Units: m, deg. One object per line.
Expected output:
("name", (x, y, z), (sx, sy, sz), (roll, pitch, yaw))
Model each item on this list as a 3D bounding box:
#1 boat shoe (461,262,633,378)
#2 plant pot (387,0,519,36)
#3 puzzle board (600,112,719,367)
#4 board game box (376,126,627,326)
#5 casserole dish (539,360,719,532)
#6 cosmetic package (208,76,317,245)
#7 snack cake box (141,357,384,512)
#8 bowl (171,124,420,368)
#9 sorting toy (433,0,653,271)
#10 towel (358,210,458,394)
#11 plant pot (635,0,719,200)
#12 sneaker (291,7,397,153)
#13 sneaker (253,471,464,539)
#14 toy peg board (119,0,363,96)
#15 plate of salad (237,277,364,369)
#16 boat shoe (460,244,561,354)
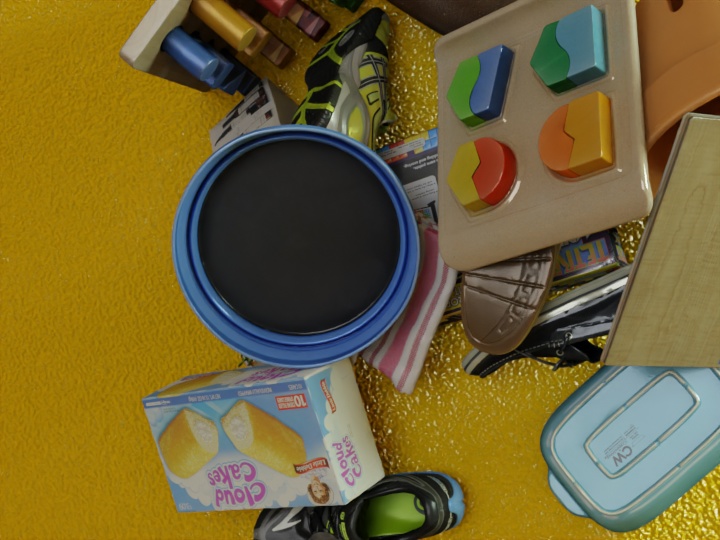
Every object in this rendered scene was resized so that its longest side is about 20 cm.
("boat shoe", (0.172, 0.052, 0.935), (0.200, 0.075, 0.062), (-27, 84, 26))
("plant pot", (0.120, -0.258, 0.962), (0.200, 0.187, 0.187), (46, 101, 7))
("puzzle board", (0.270, -0.016, 0.837), (0.017, 0.150, 0.201), (-121, 38, -56))
("board game box", (0.113, -0.052, 0.989), (0.199, 0.057, 0.166), (-17, 78, 21))
("casserole dish", (0.232, 0.126, 0.924), (0.200, 0.039, 0.121), (-44, 68, 13))
("cosmetic package", (-0.088, -0.099, 1.022), (0.083, 0.051, 0.200), (-44, 29, 13))
("snack cake box", (-0.089, 0.147, 1.001), (0.199, 0.067, 0.115), (-12, 98, 36))
("bowl", (-0.051, -0.021, 0.918), (0.200, 0.039, 0.201), (0, 108, 1))
("sorting toy", (0.127, -0.116, 0.858), (0.185, 0.036, 0.201), (-18, 66, 40))
("towel", (0.000, 0.000, 0.994), (0.200, 0.030, 0.147), (35, 117, 41))
("plant pot", (0.287, -0.145, 0.865), (0.199, 0.200, 0.140), (-21, 58, 19))
("sneaker", (-0.006, -0.159, 1.021), (0.075, 0.076, 0.200), (-28, 32, 42))
("sneaker", (-0.010, 0.213, 0.990), (0.199, 0.083, 0.071), (-13, 82, 22))
("toy peg board", (-0.091, -0.233, 1.033), (0.098, 0.200, 0.199), (39, 99, 8))
("plate of salad", (-0.071, 0.025, 1.023), (0.200, 0.048, 0.201), (8, 100, 48))
("boat shoe", (0.134, -0.029, 0.912), (0.071, 0.064, 0.201), (15, 90, 23))
